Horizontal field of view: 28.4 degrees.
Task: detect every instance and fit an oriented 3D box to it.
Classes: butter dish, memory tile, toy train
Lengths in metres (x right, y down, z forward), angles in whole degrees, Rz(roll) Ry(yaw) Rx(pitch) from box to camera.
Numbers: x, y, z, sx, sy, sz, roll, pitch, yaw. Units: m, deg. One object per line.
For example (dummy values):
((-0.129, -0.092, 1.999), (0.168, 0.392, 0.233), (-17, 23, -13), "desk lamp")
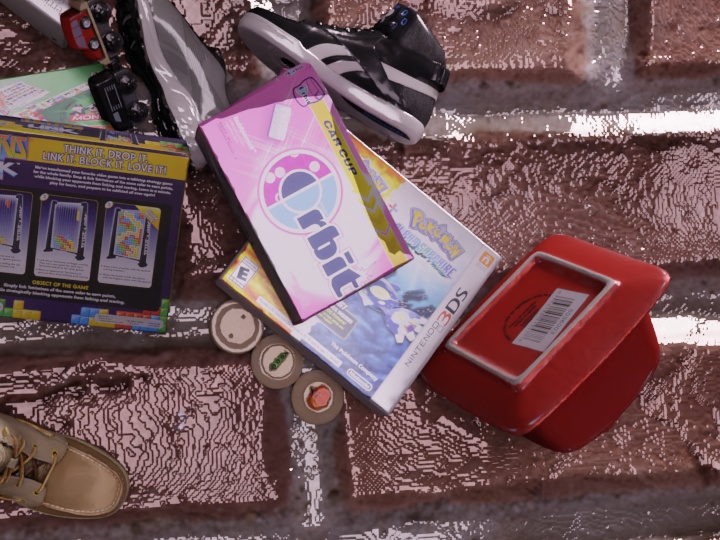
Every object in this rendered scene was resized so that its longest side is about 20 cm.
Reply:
((0.187, 0.089, 1.285), (0.200, 0.199, 0.148), (-44, 117, -11), "butter dish")
((-0.030, 0.027, 1.315), (0.153, 0.017, 0.200), (41, 80, -4), "memory tile")
((-0.234, -0.209, 1.218), (0.045, 0.034, 0.202), (-29, 123, -19), "toy train")

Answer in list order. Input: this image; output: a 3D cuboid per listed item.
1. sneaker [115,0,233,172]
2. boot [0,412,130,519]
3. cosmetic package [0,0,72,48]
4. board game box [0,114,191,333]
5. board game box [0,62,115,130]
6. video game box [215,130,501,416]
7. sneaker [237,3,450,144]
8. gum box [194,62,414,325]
((-0.165, -0.194, 1.288), (0.079, 0.074, 0.202), (-24, 96, -21), "sneaker")
((-0.287, 0.160, 1.184), (0.198, 0.155, 0.074), (24, 81, -7), "boot")
((-0.251, -0.316, 1.270), (0.107, 0.085, 0.201), (33, 79, -10), "cosmetic package")
((-0.256, -0.040, 1.227), (0.197, 0.057, 0.168), (7, 106, -13), "board game box")
((-0.315, -0.102, 1.267), (0.197, 0.029, 0.137), (-11, 86, -11), "board game box")
((0.000, 0.000, 1.293), (0.199, 0.047, 0.183), (38, 77, -5), "video game box")
((-0.009, -0.213, 1.318), (0.199, 0.073, 0.113), (31, 77, -15), "sneaker")
((-0.053, -0.068, 1.232), (0.113, 0.066, 0.202), (-28, 91, -11), "gum box")
